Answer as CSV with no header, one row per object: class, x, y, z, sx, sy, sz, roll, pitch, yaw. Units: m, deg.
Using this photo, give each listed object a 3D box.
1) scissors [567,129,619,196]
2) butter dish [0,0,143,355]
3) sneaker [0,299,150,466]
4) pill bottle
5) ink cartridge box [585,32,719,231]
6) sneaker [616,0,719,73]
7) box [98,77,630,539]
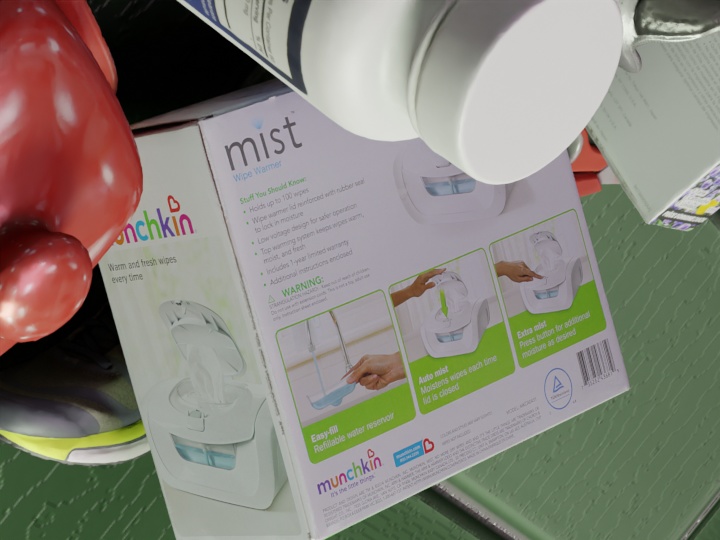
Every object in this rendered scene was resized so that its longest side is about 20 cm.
scissors,0.131,-0.057,1.398,0.200,0.014,0.073,-15,131,-41
butter dish,-0.151,-0.029,0.959,0.200,0.148,0.200,-43,146,-12
sneaker,-0.089,0.021,1.171,0.200,0.074,0.081,-25,125,-39
pill bottle,0.000,-0.117,1.006,0.111,0.200,0.111,-32,143,-28
ink cartridge box,0.189,-0.121,1.262,0.200,0.109,0.050,-41,154,25
sneaker,0.158,-0.176,1.211,0.200,0.115,0.075,-54,-174,17
box,0.000,0.000,1.135,0.200,0.097,0.177,-23,100,-41
